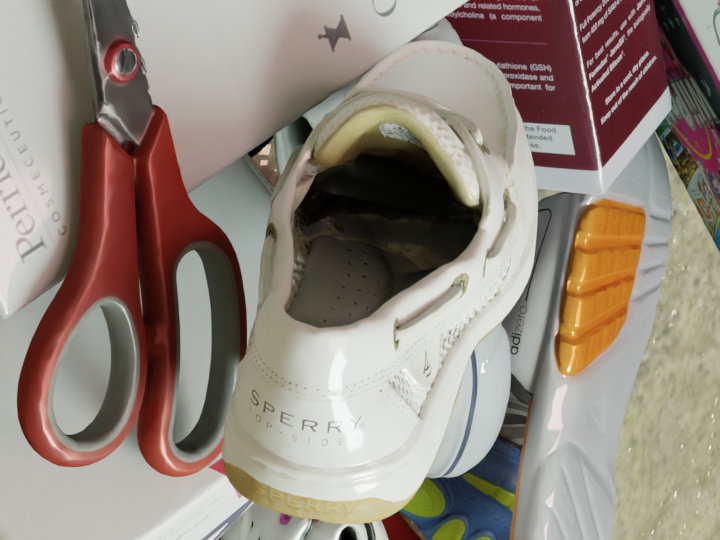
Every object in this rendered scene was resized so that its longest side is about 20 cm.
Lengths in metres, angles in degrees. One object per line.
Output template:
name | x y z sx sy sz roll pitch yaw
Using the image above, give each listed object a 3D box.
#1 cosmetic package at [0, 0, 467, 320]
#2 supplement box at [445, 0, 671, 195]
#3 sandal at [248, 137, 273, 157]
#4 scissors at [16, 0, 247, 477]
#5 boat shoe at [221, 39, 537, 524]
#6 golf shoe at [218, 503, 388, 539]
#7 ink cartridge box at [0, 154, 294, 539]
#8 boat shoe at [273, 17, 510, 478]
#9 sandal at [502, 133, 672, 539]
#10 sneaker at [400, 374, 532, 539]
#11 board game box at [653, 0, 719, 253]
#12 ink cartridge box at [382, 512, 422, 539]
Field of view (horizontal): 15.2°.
cosmetic package | -0.099 -0.119 0.747 0.200 0.123 0.200 -37 110 -31
supplement box | 0.028 -0.128 0.875 0.061 0.108 0.201 -49 136 -43
sandal | -0.040 -0.088 0.913 0.201 0.048 0.075 -64 159 -6
scissors | -0.057 -0.043 0.689 0.073 0.014 0.201 -7 102 -42
boat shoe | 0.012 -0.017 0.731 0.200 0.070 0.070 -73 170 -54
golf shoe | -0.023 0.075 0.919 0.072 0.092 0.201 -8 81 -35
ink cartridge box | -0.098 0.070 0.814 0.145 0.084 0.200 -35 172 -37
boat shoe | 0.000 0.000 0.897 0.067 0.073 0.201 -33 134 -27
sandal | 0.064 0.035 0.988 0.079 0.059 0.208 33 67 -59
sneaker | 0.013 0.039 1.033 0.071 0.083 0.200 -32 127 20
board game box | 0.124 -0.103 0.957 0.064 0.148 0.201 -29 92 -4
ink cartridge box | -0.015 0.155 1.015 0.109 0.050 0.200 48 63 -3
